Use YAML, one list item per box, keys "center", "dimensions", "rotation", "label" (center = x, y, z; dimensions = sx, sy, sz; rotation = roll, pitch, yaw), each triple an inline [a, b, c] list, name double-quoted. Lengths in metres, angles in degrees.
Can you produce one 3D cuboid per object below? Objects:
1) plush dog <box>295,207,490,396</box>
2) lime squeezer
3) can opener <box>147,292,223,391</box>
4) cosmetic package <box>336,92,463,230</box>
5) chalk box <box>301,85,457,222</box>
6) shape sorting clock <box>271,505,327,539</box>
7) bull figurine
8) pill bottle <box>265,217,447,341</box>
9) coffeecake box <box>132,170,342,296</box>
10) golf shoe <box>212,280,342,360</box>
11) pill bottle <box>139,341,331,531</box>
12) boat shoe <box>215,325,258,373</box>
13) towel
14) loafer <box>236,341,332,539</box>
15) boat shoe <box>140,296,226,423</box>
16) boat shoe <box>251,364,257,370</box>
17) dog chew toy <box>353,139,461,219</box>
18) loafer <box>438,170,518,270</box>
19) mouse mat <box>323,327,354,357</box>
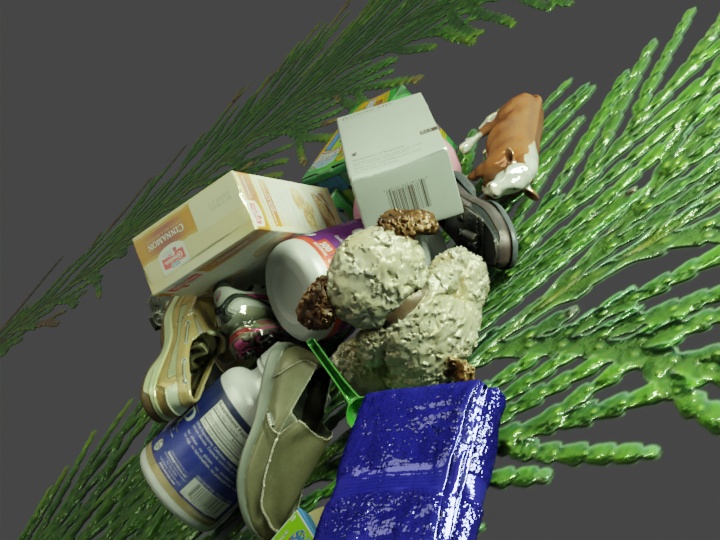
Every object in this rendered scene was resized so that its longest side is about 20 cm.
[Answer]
- center: [0.035, 0.035, 1.137]
  dimensions: [0.200, 0.172, 0.161]
  rotation: [-43, 21, 1]
  label: "plush dog"
- center: [0.011, 0.151, 1.110]
  dimensions: [0.037, 0.071, 0.201]
  rotation: [-27, 56, -8]
  label: "lime squeezer"
- center: [-0.200, 0.105, 1.440]
  dimensions: [0.053, 0.201, 0.067]
  rotation: [-29, 2, 35]
  label: "can opener"
- center: [0.040, -0.119, 1.271]
  dimensions: [0.112, 0.082, 0.200]
  rotation: [-18, 27, 1]
  label: "cosmetic package"
- center: [0.016, -0.129, 1.557]
  dimensions: [0.123, 0.125, 0.201]
  rotation: [-15, 37, 53]
  label: "chalk box"
- center: [-0.074, 0.298, 1.033]
  dimensions: [0.200, 0.039, 0.200]
  rotation: [-42, 19, 18]
  label: "shape sorting clock"
- center: [0.169, -0.131, 1.353]
  dimensions: [0.121, 0.065, 0.201]
  rotation: [-29, 26, 39]
  label: "bull figurine"
- center: [0.000, 0.000, 1.271]
  dimensions: [0.199, 0.114, 0.112]
  rotation: [-19, 4, -36]
  label: "pill bottle"
- center: [-0.131, -0.035, 1.293]
  dimensions: [0.153, 0.074, 0.199]
  rotation: [-30, -15, 24]
  label: "coffeecake box"
- center: [-0.091, 0.050, 1.327]
  dimensions: [0.072, 0.093, 0.199]
  rotation: [-37, -23, 23]
  label: "golf shoe"
- center: [-0.133, 0.178, 1.258]
  dimensions: [0.200, 0.120, 0.120]
  rotation: [-42, 21, 4]
  label: "pill bottle"
- center: [-0.172, 0.060, 1.395]
  dimensions: [0.073, 0.063, 0.201]
  rotation: [-45, 33, 11]
  label: "boat shoe"
- center: [0.040, 0.175, 0.978]
  dimensions: [0.146, 0.050, 0.201]
  rotation: [-6, 39, 25]
  label: "towel"
- center: [-0.071, 0.172, 1.148]
  dimensions: [0.069, 0.075, 0.202]
  rotation: [1, 78, 34]
  label: "loafer"
- center: [-0.182, 0.085, 1.290]
  dimensions: [0.076, 0.072, 0.201]
  rotation: [-19, 39, 24]
  label: "boat shoe"
- center: [-0.144, 0.163, 1.372]
  dimensions: [0.201, 0.067, 0.073]
  rotation: [-57, 23, -19]
  label: "boat shoe"
- center: [0.048, -0.079, 1.418]
  dimensions: [0.124, 0.124, 0.201]
  rotation: [-15, 44, 53]
  label: "dog chew toy"
- center: [0.111, -0.053, 1.264]
  dimensions: [0.062, 0.073, 0.200]
  rotation: [-5, 27, -16]
  label: "loafer"
- center: [-0.076, 0.095, 1.468]
  dimensions: [0.161, 0.008, 0.200]
  rotation: [-50, 22, -13]
  label: "mouse mat"
